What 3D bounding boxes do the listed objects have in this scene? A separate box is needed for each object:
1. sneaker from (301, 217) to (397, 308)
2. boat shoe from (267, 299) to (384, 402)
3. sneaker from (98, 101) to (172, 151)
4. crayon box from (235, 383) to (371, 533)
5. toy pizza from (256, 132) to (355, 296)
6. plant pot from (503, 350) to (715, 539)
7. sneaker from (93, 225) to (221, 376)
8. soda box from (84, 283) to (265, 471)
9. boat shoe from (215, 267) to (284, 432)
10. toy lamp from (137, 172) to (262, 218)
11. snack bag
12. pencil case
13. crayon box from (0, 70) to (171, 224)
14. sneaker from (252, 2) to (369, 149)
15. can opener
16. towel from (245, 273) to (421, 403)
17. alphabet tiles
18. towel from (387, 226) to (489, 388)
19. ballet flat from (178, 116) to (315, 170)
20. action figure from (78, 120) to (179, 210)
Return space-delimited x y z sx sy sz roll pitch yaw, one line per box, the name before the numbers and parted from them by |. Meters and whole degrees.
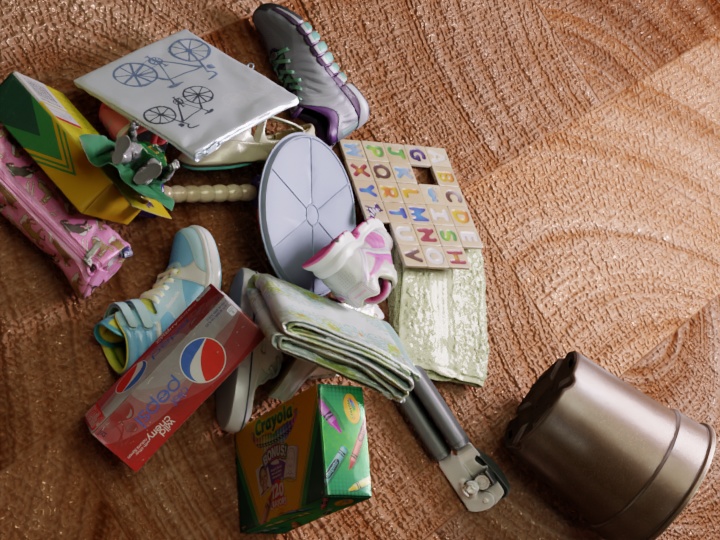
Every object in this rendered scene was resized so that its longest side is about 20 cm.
sneaker | 0.000 0.000 1.618 0.088 0.081 0.200 52 20 2
boat shoe | -0.033 0.094 1.632 0.069 0.071 0.200 45 52 -5
sneaker | -0.222 -0.197 1.640 0.200 0.074 0.087 -25 65 -43
crayon box | -0.064 0.205 1.485 0.058 0.200 0.119 7 66 -30
toy pizza | -0.069 -0.066 1.667 0.200 0.032 0.200 11 77 -57
plant pot | 0.299 0.217 1.725 0.198 0.200 0.200 36 55 -4
sneaker | -0.227 0.033 1.534 0.131 0.080 0.200 13 63 -29
soda box | -0.197 0.112 1.464 0.200 0.063 0.070 -46 113 -5
boat shoe | -0.119 0.094 1.583 0.070 0.071 0.200 16 56 -20
toy lamp | -0.194 -0.090 1.622 0.200 0.058 0.058 -2 71 -35
snack bag | -0.195 -0.205 1.601 0.200 0.021 0.189 32 43 23
pencil case | -0.341 -0.064 1.497 0.200 0.087 0.083 46 47 -4
crayon box | -0.302 -0.118 1.497 0.051 0.127 0.200 -44 78 6
sneaker | -0.077 -0.245 1.751 0.200 0.074 0.088 48 58 -7
can opener | 0.107 0.206 1.694 0.200 0.053 0.066 55 19 -3
towel | -0.031 0.067 1.503 0.171 0.200 0.048 26 98 -18
alphabet tiles | 0.069 -0.085 1.781 0.167 0.008 0.200 2 54 -32
towel | 0.100 0.045 1.759 0.148 0.036 0.200 13 64 -28
ballet flat | -0.132 -0.156 1.676 0.200 0.069 0.069 -4 72 -41
action figure | -0.234 -0.119 1.490 0.118 0.200 0.055 43 93 -8
